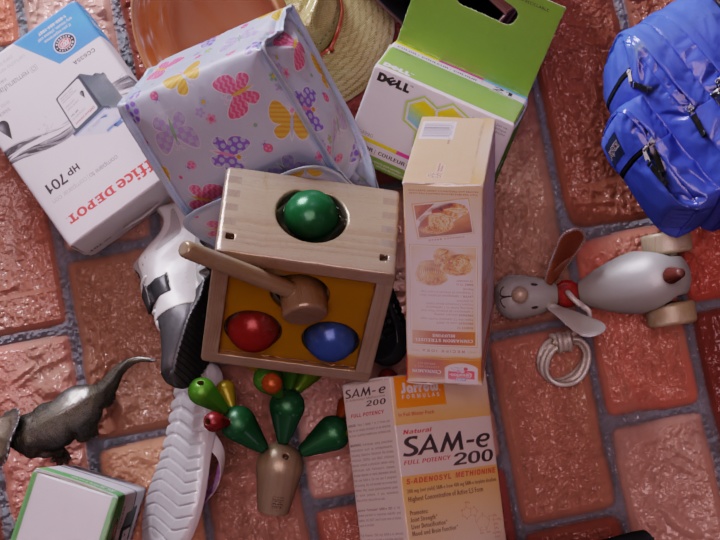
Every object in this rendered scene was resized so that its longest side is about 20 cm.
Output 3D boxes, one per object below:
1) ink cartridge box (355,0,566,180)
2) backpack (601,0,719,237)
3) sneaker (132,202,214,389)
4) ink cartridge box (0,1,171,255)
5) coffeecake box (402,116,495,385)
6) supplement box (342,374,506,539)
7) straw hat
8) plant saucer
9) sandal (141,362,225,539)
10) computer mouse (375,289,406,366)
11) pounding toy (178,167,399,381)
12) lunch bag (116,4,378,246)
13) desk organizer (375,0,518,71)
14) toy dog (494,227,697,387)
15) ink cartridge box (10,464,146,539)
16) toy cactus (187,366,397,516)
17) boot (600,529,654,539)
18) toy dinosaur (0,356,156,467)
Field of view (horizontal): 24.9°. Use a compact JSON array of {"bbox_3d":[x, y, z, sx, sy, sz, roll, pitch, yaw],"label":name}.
[{"bbox_3d":[0.087,-0.179,1.544,0.148,0.076,0.200,24,122,5],"label":"ink cartridge box"},{"bbox_3d":[0.309,-0.148,1.525,0.168,0.163,0.200,-27,78,-15],"label":"backpack"},{"bbox_3d":[-0.181,0.022,1.583,0.088,0.074,0.200,0,62,17],"label":"sneaker"},{"bbox_3d":[-0.274,-0.138,1.603,0.146,0.086,0.200,-36,82,-1],"label":"ink cartridge box"},{"bbox_3d":[0.083,-0.019,1.491,0.073,0.154,0.200,2,117,8],"label":"coffeecake box"},{"bbox_3d":[0.063,0.197,1.526,0.126,0.073,0.201,-2,82,-40],"label":"supplement box"},{"bbox_3d":[-0.065,-0.250,1.603,0.201,0.085,0.202,0,84,3],"label":"straw hat"},{"bbox_3d":[-0.136,-0.228,1.578,0.200,0.200,0.037,47,45,6],"label":"plant saucer"},{"bbox_3d":[-0.158,0.189,1.578,0.050,0.082,0.203,18,81,-38],"label":"sandal"},{"bbox_3d":[0.000,0.000,1.604,0.059,0.034,0.200,-26,77,29],"label":"computer mouse"},{"bbox_3d":[-0.066,0.006,1.429,0.184,0.200,0.142,8,49,-5],"label":"pounding toy"},{"bbox_3d":[-0.096,-0.114,1.500,0.169,0.127,0.200,-18,116,24],"label":"lunch bag"},{"bbox_3d":[0.056,-0.292,1.593,0.200,0.072,0.077,43,50,6],"label":"desk organizer"},{"bbox_3d":[0.236,0.018,1.554,0.200,0.096,0.132,-28,83,0],"label":"toy dog"},{"bbox_3d":[-0.267,0.260,1.504,0.084,0.200,0.146,16,85,2],"label":"ink cartridge box"},{"bbox_3d":[-0.066,0.153,1.551,0.200,0.102,0.165,4,100,-26],"label":"toy cactus"},{"bbox_3d":[0.187,0.328,1.526,0.168,0.076,0.200,-1,127,-23],"label":"boot"},{"bbox_3d":[-0.284,0.144,1.565,0.200,0.102,0.077,-19,84,2],"label":"toy dinosaur"}]
